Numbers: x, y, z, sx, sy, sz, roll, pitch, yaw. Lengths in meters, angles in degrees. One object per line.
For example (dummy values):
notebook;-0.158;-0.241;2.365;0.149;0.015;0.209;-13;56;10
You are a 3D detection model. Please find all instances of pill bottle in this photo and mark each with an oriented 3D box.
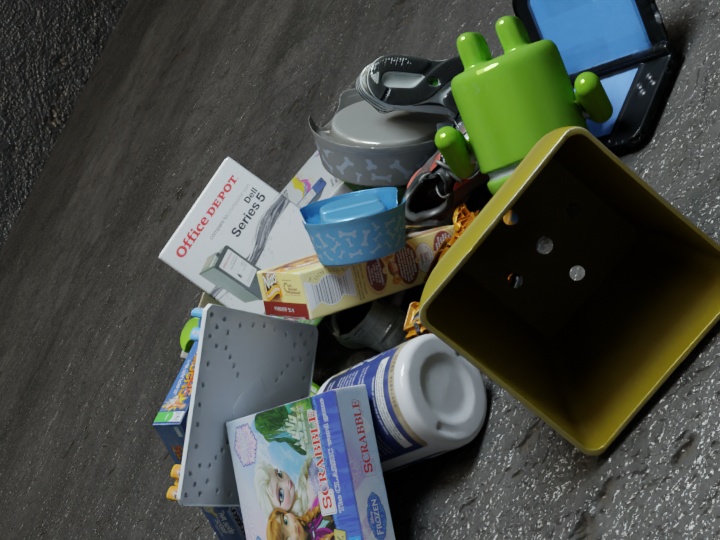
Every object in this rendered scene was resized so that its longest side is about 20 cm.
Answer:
pill bottle;0.021;0.143;1.365;0.199;0.111;0.112;-28;35;45

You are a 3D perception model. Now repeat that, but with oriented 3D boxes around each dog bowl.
dog bowl;0.037;-0.164;1.682;0.201;0.198;0.059;-90;-3;-60
dog bowl;-0.005;-0.047;1.482;0.110;0.050;0.200;-13;10;-2

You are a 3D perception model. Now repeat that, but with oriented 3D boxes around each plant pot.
plant pot;0.173;-0.001;1.189;0.200;0.199;0.177;-50;13;9

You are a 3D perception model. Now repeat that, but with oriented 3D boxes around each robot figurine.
robot figurine;0.163;-0.151;1.389;0.174;0.202;0.116;-20;4;14
robot figurine;0.108;0.009;1.429;0.145;0.058;0.201;-25;30;50

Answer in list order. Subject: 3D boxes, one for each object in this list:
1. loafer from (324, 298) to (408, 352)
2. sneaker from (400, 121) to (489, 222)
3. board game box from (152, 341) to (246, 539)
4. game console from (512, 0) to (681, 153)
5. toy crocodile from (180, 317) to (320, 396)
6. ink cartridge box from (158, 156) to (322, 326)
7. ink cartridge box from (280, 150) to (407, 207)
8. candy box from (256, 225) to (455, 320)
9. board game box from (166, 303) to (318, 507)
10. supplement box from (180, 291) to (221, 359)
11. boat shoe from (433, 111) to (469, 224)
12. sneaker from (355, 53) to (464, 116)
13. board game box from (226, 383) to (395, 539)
loafer;-0.001;0.052;1.573;0.070;0.070;0.200;-59;20;-11
sneaker;0.116;-0.116;1.487;0.200;0.077;0.082;-49;-4;29
board game box;-0.148;0.188;1.504;0.034;0.201;0.136;-5;39;24
game console;0.223;-0.213;1.452;0.199;0.116;0.177;-11;48;58
toy crocodile;-0.123;0.110;1.612;0.062;0.199;0.067;-60;-17;1
ink cartridge box;-0.116;-0.016;1.624;0.146;0.199;0.084;-55;2;-1
ink cartridge box;-0.038;-0.083;1.809;0.200;0.087;0.146;-49;25;17
candy box;0.000;0.000;1.520;0.198;0.056;0.115;-17;9;-26
board game box;-0.122;0.146;1.461;0.026;0.199;0.202;4;84;33
supplement box;-0.128;0.033;1.703;0.074;0.125;0.202;164;126;-88
boat shoe;0.111;-0.142;1.562;0.075;0.065;0.200;-90;23;-47
sneaker;0.089;-0.216;1.630;0.115;0.198;0.077;-164;82;-72
board game box;-0.048;0.227;1.335;0.199;0.041;0.202;-23;75;51
